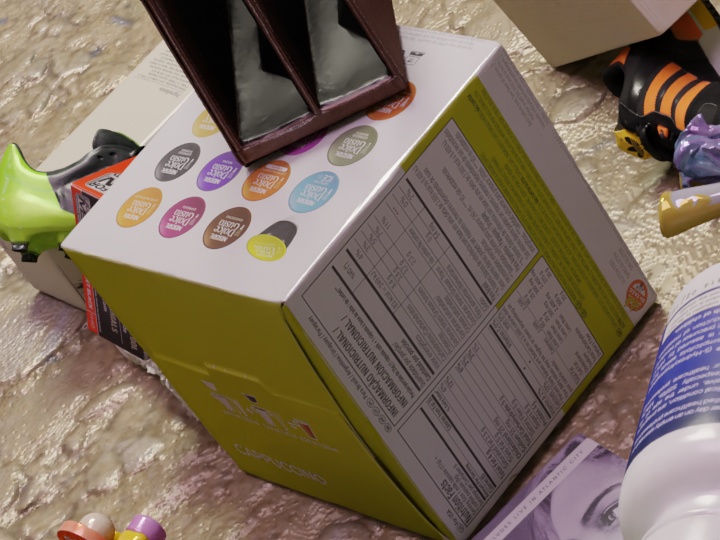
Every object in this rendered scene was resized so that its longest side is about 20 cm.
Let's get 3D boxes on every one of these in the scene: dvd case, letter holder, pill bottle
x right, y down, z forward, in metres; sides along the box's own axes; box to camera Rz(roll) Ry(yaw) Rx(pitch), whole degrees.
[{"bbox_3d":[0.121,0.171,1.416,0.149,0.016,0.200,-44,36,-12],"label":"dvd case"},{"bbox_3d":[-0.058,-0.181,1.513,0.101,0.142,0.200,-25,34,12],"label":"letter holder"},{"bbox_3d":[0.187,0.097,1.337,0.120,0.120,0.200,-12,34,28],"label":"pill bottle"}]

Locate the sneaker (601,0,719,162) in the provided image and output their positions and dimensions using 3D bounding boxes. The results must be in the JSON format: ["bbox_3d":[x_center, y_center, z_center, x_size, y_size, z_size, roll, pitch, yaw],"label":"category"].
[{"bbox_3d":[0.192,-0.081,1.613,0.090,0.070,0.200,-32,31,12],"label":"sneaker"}]

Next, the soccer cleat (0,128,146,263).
[{"bbox_3d":[-0.132,-0.048,1.764,0.200,0.068,0.081,1,77,0],"label":"soccer cleat"}]

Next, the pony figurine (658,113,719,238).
[{"bbox_3d":[0.259,-0.035,1.447,0.200,0.167,0.193,-4,74,20],"label":"pony figurine"}]

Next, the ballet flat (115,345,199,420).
[{"bbox_3d":[-0.112,0.031,1.721,0.072,0.072,0.200,-42,35,-10],"label":"ballet flat"}]

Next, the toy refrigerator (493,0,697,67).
[{"bbox_3d":[0.153,-0.175,1.681,0.076,0.070,0.200,-44,8,-12],"label":"toy refrigerator"}]

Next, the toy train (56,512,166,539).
[{"bbox_3d":[-0.181,0.198,1.588,0.200,0.056,0.150,-15,40,24],"label":"toy train"}]

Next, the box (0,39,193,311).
[{"bbox_3d":[-0.147,-0.070,1.860,0.200,0.068,0.082,-47,37,-17],"label":"box"}]

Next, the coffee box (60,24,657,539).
[{"bbox_3d":[0.000,0.000,1.550,0.200,0.200,0.198,14,57,48],"label":"coffee box"}]

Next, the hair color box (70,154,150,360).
[{"bbox_3d":[-0.071,-0.034,1.665,0.200,0.102,0.061,-25,35,-35],"label":"hair color box"}]
